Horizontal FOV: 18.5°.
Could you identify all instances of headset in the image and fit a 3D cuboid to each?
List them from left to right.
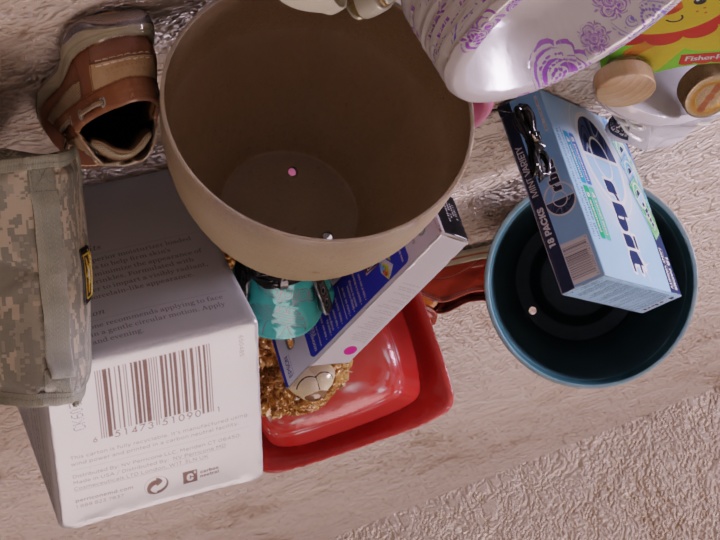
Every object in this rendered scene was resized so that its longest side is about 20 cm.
[{"bbox_3d":[0.046,-0.084,1.758,0.199,0.094,0.124,-19,166,3],"label":"headset"}]

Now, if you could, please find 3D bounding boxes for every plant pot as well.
[{"bbox_3d":[-0.036,-0.071,1.443,0.200,0.201,0.135,-13,154,-18],"label":"plant pot"},{"bbox_3d":[0.217,0.008,2.153,0.199,0.201,0.188,-18,-179,2],"label":"plant pot"}]

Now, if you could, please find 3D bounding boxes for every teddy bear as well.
[{"bbox_3d":[-0.061,0.034,1.824,0.145,0.201,0.067,-14,-159,-41],"label":"teddy bear"}]

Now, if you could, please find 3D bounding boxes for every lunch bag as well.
[{"bbox_3d":[-0.239,0.001,1.467,0.117,0.165,0.200,-7,-172,-35],"label":"lunch bag"}]

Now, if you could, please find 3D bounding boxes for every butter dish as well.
[{"bbox_3d":[-0.039,0.066,1.966,0.199,0.201,0.148,-19,178,5],"label":"butter dish"}]

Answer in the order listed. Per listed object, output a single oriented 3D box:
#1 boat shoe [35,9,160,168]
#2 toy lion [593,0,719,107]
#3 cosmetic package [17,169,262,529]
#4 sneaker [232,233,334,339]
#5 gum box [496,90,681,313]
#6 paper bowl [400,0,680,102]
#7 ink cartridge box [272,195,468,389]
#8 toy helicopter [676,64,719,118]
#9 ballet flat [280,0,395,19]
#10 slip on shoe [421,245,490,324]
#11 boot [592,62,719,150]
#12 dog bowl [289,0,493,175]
[{"bbox_3d":[-0.171,-0.102,1.469,0.076,0.072,0.200,-14,165,-13],"label":"boat shoe"},{"bbox_3d":[0.246,-0.196,1.606,0.199,0.069,0.192,-4,155,-5],"label":"toy lion"},{"bbox_3d":[-0.181,0.056,1.683,0.164,0.200,0.165,-13,131,-15],"label":"cosmetic package"},{"bbox_3d":[-0.058,-0.002,1.647,0.083,0.121,0.200,1,-162,-3],"label":"sneaker"},{"bbox_3d":[0.198,-0.056,1.894,0.044,0.170,0.200,-24,164,22],"label":"gum box"},{"bbox_3d":[0.117,-0.199,1.352,0.200,0.105,0.201,-27,162,-9],"label":"paper bowl"},{"bbox_3d":[0.000,0.000,1.708,0.037,0.095,0.200,18,130,-38],"label":"ink cartridge box"},{"bbox_3d":[0.338,-0.188,1.749,0.200,0.079,0.132,-31,141,6],"label":"toy helicopter"},{"bbox_3d":[-0.012,-0.187,1.360,0.071,0.071,0.200,-28,163,35],"label":"ballet flat"},{"bbox_3d":[0.057,0.028,2.259,0.199,0.061,0.074,-14,167,-8],"label":"slip on shoe"},{"bbox_3d":[0.238,-0.133,1.844,0.200,0.074,0.096,-4,153,-47],"label":"boot"},{"bbox_3d":[0.007,-0.127,1.593,0.200,0.074,0.200,-17,166,-5],"label":"dog bowl"}]
